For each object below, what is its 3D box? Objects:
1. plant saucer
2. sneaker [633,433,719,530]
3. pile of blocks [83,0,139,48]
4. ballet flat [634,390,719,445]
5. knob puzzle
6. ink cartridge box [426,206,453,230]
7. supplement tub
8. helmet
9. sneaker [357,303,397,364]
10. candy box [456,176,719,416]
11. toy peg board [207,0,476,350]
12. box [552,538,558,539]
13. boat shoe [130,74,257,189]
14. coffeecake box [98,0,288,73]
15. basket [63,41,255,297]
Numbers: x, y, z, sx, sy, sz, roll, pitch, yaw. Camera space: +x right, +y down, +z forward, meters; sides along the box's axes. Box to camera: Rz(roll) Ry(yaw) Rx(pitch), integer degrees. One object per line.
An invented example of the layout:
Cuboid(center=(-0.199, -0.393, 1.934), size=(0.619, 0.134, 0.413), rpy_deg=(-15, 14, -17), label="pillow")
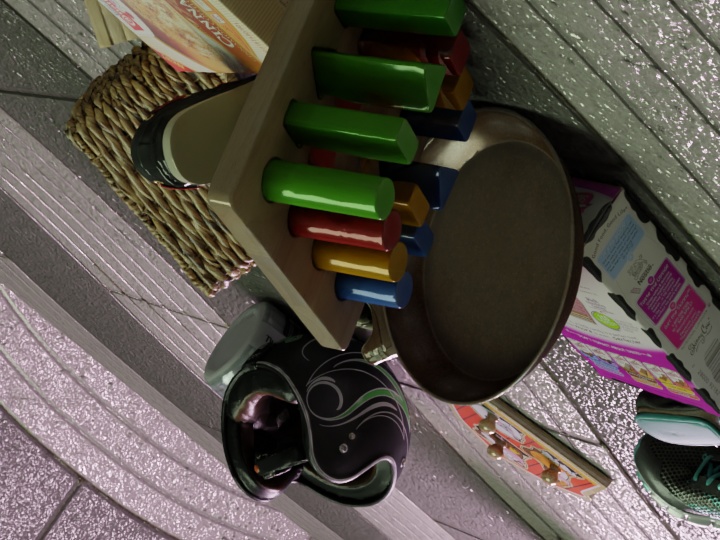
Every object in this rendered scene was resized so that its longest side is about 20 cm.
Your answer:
Cuboid(center=(0.087, -0.008, 1.359), size=(0.034, 0.202, 0.200), rpy_deg=(9, -176, -36), label="plant saucer")
Cuboid(center=(0.323, 0.183, 1.677), size=(0.199, 0.078, 0.092), rpy_deg=(29, 150, 12), label="sneaker")
Cuboid(center=(-0.210, -0.258, 1.493), size=(0.200, 0.082, 0.062), rpy_deg=(48, -153, -14), label="pile of blocks")
Cuboid(center=(0.279, 0.102, 1.470), size=(0.068, 0.069, 0.199), rpy_deg=(43, 165, -34), label="ballet flat")
Cuboid(center=(0.165, 0.193, 2.149), size=(0.219, 0.031, 0.220), rpy_deg=(33, 167, 9), label="knob puzzle")
Cuboid(center=(0.052, -0.023, 1.554), size=(0.173, 0.044, 0.200), rpy_deg=(23, 162, 38), label="ink cartridge box")
Cuboid(center=(-0.075, 0.140, 2.356), size=(0.200, 0.123, 0.122), rpy_deg=(39, 166, -16), label="supplement tub")
Cuboid(center=(-0.039, 0.167, 2.208), size=(0.190, 0.202, 0.199), rpy_deg=(-6, -158, -45), label="helmet")
Cuboid(center=(0.000, 0.000, 1.615), size=(0.071, 0.075, 0.200), rpy_deg=(51, -178, -35), label="sneaker")
Cuboid(center=(0.178, 0.012, 1.428), size=(0.200, 0.061, 0.136), rpy_deg=(44, 164, -35), label="candy box")
Cuboid(center=(0.016, -0.074, 1.273), size=(0.097, 0.201, 0.199), rpy_deg=(10, 156, 28), label="toy peg board")
Cuboid(center=(0.244, 0.464, 2.515), size=(0.106, 0.201, 0.152), rpy_deg=(29, 165, 24), label="box")
Cuboid(center=(-0.068, -0.104, 1.402), size=(0.063, 0.200, 0.074), rpy_deg=(2, 107, 52), label="boat shoe")
Cuboid(center=(-0.118, -0.209, 1.370), size=(0.153, 0.073, 0.200), rpy_deg=(41, 166, -26), label="coffeecake box")
Cuboid(center=(-0.121, -0.109, 1.674), size=(0.200, 0.149, 0.143), rpy_deg=(49, -160, -14), label="basket")
